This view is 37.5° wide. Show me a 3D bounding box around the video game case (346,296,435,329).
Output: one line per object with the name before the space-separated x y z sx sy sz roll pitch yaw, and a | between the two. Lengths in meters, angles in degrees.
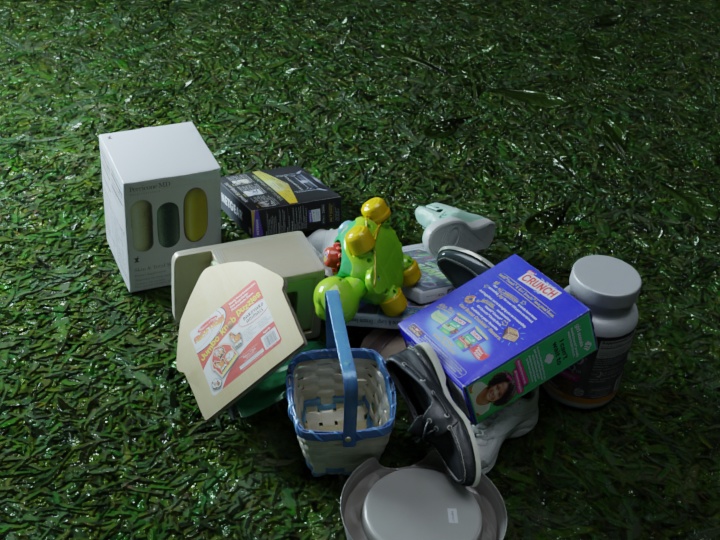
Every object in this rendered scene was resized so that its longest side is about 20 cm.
video game case | 0.060 0.044 1.590 0.181 0.024 0.200 4 18 6

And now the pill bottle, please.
pill bottle | 0.323 0.086 1.484 0.116 0.201 0.117 4 36 -3

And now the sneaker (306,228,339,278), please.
sneaker | -0.036 -0.031 1.648 0.074 0.087 0.200 40 6 -20

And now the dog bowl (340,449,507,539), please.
dog bowl | 0.073 0.305 1.273 0.199 0.059 0.200 4 37 -3

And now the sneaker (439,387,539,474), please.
sneaker | 0.170 0.193 1.402 0.078 0.100 0.200 28 42 27

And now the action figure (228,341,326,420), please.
action figure | -0.099 0.144 1.468 0.199 0.055 0.118 -19 41 -24

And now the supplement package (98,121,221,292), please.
supplement package | -0.309 -0.100 1.642 0.151 0.200 0.151 -12 40 -22

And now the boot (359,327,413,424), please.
boot | 0.064 0.135 1.498 0.146 0.070 0.200 20 34 22

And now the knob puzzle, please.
knob puzzle | -0.167 0.075 1.414 0.220 0.220 0.030 41 7 38

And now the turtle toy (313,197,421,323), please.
turtle toy | 0.000 0.000 1.492 0.101 0.146 0.200 -14 28 30

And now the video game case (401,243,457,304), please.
video game case | 0.106 -0.001 1.655 0.181 0.023 0.200 -10 22 -32

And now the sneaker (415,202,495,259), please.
sneaker | 0.121 -0.063 1.688 0.118 0.074 0.200 20 15 29

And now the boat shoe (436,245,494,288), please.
boat shoe | 0.183 0.044 1.527 0.200 0.073 0.062 41 59 2

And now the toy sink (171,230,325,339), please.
toy sink | -0.163 0.039 1.538 0.199 0.131 0.112 -10 40 -22

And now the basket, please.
basket | -0.025 0.148 1.347 0.139 0.200 0.177 -7 41 -3

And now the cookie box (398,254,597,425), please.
cookie box | 0.181 0.086 1.401 0.200 0.075 0.171 -30 38 -13

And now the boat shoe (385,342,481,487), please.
boat shoe | 0.085 0.180 1.306 0.066 0.075 0.200 -7 61 -25

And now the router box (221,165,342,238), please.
router box | -0.140 -0.117 1.776 0.157 0.052 0.200 -10 24 -21
